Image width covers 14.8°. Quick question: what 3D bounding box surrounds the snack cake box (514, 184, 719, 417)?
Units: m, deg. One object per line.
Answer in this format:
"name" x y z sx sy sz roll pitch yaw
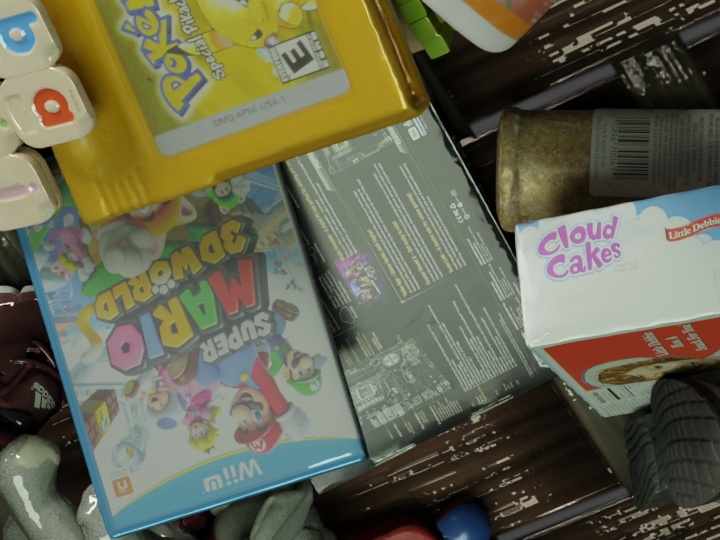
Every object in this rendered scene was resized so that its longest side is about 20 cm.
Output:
"snack cake box" 0.158 0.020 1.436 0.115 0.067 0.200 -9 165 13

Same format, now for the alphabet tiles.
"alphabet tiles" -0.230 -0.107 1.413 0.196 0.015 0.200 -11 113 35

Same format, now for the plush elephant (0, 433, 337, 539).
"plush elephant" -0.092 0.153 1.532 0.155 0.200 0.165 -34 158 -17

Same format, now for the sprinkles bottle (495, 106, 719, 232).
"sprinkles bottle" 0.173 -0.053 1.457 0.200 0.068 0.068 1 122 7

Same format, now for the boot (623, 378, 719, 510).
"boot" 0.220 0.085 1.474 0.132 0.200 0.070 -8 87 -6

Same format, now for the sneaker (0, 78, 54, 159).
"sneaker" -0.241 -0.119 1.463 0.114 0.076 0.199 -28 120 15

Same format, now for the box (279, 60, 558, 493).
"box" 0.000 0.000 1.495 0.160 0.044 0.200 -27 109 9

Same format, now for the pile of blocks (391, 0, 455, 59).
"pile of blocks" -0.010 -0.134 1.399 0.200 0.062 0.082 -1 122 9

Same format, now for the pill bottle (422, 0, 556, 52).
"pill bottle" 0.093 -0.208 1.289 0.112 0.112 0.200 40 102 -17

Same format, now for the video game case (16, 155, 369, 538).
"video game case" -0.092 0.023 1.440 0.143 0.018 0.200 -18 86 8

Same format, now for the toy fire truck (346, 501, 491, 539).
"toy fire truck" 0.046 0.226 1.640 0.200 0.112 0.168 39 93 -15

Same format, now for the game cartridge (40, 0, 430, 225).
"game cartridge" -0.086 -0.129 1.369 0.200 0.032 0.176 -18 101 26

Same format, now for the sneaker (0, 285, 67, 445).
"sneaker" -0.150 0.050 1.535 0.200 0.116 0.076 -16 119 17
